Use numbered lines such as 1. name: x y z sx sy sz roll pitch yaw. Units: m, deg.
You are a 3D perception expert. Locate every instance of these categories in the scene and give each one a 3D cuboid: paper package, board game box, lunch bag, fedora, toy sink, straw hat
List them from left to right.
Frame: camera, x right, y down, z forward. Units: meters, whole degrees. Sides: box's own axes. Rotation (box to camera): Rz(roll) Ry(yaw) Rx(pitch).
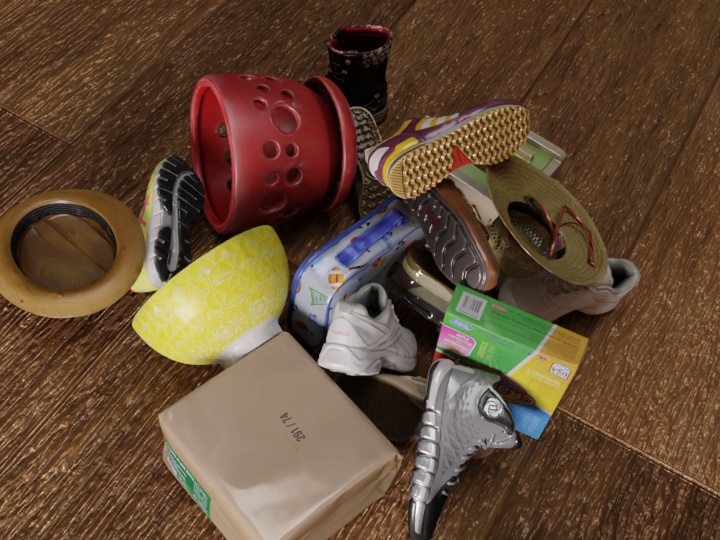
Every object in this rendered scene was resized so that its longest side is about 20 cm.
1. fedora: -0.353 -0.008 1.248 0.198 0.082 0.203 2 52 -3
2. paper package: -0.091 0.201 1.116 0.190 0.104 0.200 -32 64 -29
3. lunch bag: 0.000 0.000 1.249 0.075 0.161 0.200 38 57 20
4. toy sink: 0.189 -0.128 1.382 0.130 0.113 0.200 35 52 15
5. board game box: 0.159 0.108 1.162 0.151 0.201 0.041 23 61 10
6. straw hat: 0.198 -0.036 1.229 0.200 0.085 0.203 28 40 -26

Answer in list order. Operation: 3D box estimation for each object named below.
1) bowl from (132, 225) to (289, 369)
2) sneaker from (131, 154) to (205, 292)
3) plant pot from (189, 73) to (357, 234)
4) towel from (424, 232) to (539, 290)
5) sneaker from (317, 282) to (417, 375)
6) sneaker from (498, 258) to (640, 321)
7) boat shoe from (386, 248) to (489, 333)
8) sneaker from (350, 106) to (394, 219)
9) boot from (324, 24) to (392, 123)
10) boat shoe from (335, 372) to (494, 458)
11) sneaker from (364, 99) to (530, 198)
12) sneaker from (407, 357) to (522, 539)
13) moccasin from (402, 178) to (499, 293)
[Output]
1. bowl: -0.150 0.051 1.183 0.199 0.200 0.108 -33 82 -29
2. sneaker: -0.258 -0.059 1.303 0.078 0.090 0.202 36 45 -36
3. plant pot: -0.113 -0.155 1.337 0.180 0.201 0.202 -7 53 -25
4. towel: 0.182 -0.039 1.396 0.198 0.024 0.147 29 51 11
5. sneaker: 0.022 0.066 1.192 0.077 0.200 0.101 11 94 21
6. sneaker: 0.264 0.014 1.287 0.198 0.099 0.079 -12 72 -28
7. boat shoe: 0.116 0.050 1.265 0.199 0.065 0.074 38 25 -19
8. sneaker: 0.018 -0.117 1.400 0.066 0.090 0.203 -16 85 -3
9. boot: -0.042 -0.260 1.450 0.198 0.151 0.074 -15 56 -20
10. boat shoe: 0.067 0.159 1.201 0.197 0.073 0.065 16 22 8
11. sneaker: 0.100 -0.155 1.184 0.198 0.076 0.090 -22 38 -18
12. sneaker: 0.117 0.203 1.118 0.114 0.075 0.203 9 86 2
13. moccasin: 0.112 -0.045 1.172 0.077 0.074 0.202 7 28 -26
